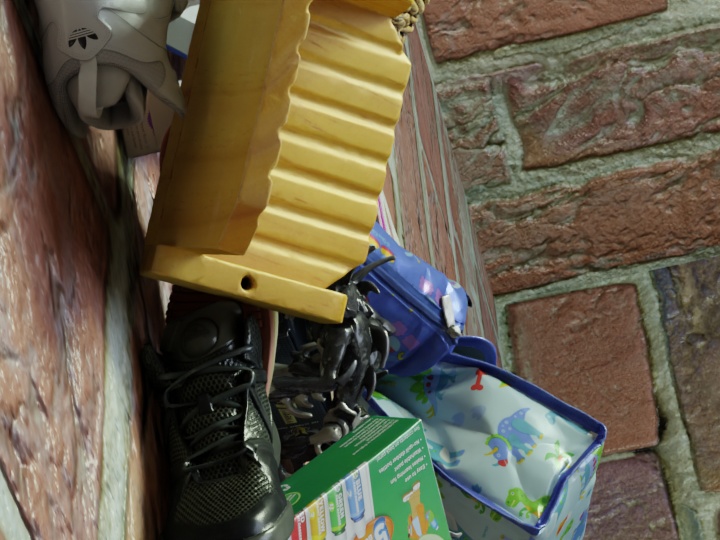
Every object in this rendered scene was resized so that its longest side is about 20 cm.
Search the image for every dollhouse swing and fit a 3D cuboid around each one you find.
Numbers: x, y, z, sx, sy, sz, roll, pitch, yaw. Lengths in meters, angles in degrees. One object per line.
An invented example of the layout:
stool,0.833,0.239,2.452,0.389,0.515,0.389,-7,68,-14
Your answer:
dollhouse swing,-0.018,-0.079,1.346,0.175,0.181,0.201,6,-98,57

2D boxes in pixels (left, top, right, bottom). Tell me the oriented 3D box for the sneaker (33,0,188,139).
sneaker,-0.132,-0.132,1.356,0.200,0.075,0.116,-4,84,-79

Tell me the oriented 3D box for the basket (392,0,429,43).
basket,-0.023,-0.270,1.780,0.150,0.199,0.143,-63,171,2

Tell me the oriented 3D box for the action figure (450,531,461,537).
action figure,0.014,0.214,1.590,0.200,0.129,0.070,-43,119,-52

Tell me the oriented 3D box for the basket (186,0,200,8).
basket,-0.075,-0.302,1.554,0.161,0.197,0.201,55,22,-44

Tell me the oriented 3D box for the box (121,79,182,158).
box,-0.114,-0.100,1.566,0.200,0.038,0.042,-44,121,-82

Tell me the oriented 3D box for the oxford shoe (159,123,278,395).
oxford shoe,-0.072,-0.001,1.477,0.074,0.070,0.201,-36,129,-63

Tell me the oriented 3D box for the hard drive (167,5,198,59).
hard drive,-0.059,-0.155,1.672,0.025,0.131,0.200,-64,173,18

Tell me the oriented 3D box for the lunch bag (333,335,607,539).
lunch bag,0.066,0.140,1.788,0.128,0.199,0.170,-52,160,-31

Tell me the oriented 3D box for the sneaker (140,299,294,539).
sneaker,-0.083,0.090,1.365,0.200,0.076,0.115,-92,167,-70

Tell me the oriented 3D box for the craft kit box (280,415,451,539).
craft kit box,-0.012,0.215,1.438,0.200,0.048,0.199,-34,119,-46

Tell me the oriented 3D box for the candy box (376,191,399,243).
candy box,-0.010,-0.032,1.790,0.201,0.061,0.137,70,6,-47

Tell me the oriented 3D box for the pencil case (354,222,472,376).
pencil case,0.000,0.000,1.658,0.200,0.087,0.078,43,67,-46

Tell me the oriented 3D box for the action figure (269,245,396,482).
action figure,-0.037,0.079,1.581,0.119,0.101,0.201,31,70,-73

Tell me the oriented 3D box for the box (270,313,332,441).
box,-0.066,0.000,1.745,0.158,0.051,0.201,69,11,-58
